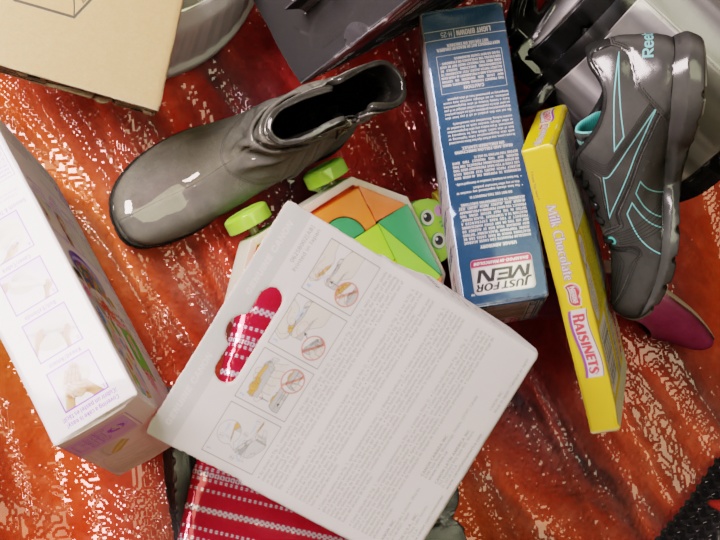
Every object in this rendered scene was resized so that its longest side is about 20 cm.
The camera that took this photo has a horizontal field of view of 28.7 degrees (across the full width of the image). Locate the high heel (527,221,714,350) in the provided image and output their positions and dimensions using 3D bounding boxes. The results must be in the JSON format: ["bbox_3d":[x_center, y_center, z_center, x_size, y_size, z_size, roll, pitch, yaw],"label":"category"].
[{"bbox_3d":[0.167,0.033,1.048,0.199,0.067,0.097,30,94,-11],"label":"high heel"}]

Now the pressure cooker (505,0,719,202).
[{"bbox_3d":[0.208,-0.172,1.010,0.200,0.179,0.176,40,40,-6],"label":"pressure cooker"}]

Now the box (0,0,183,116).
[{"bbox_3d":[-0.183,-0.214,0.876,0.162,0.021,0.202,14,80,-16],"label":"box"}]

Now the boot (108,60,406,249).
[{"bbox_3d":[-0.073,-0.085,0.938,0.199,0.131,0.068,-29,93,-19],"label":"boot"}]

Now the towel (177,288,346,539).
[{"bbox_3d":[-0.032,0.113,0.920,0.143,0.022,0.202,18,76,-19],"label":"towel"}]

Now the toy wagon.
[{"bbox_3d":[0.000,0.000,0.988,0.199,0.039,0.156,-32,102,-24],"label":"toy wagon"}]

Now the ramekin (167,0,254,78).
[{"bbox_3d":[-0.153,-0.235,0.950,0.200,0.094,0.205,2,82,-18],"label":"ramekin"}]

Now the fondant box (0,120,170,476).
[{"bbox_3d":[-0.185,0.017,0.851,0.058,0.144,0.201,-31,75,-4],"label":"fondant box"}]

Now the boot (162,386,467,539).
[{"bbox_3d":[-0.030,0.146,0.955,0.198,0.066,0.167,-8,96,-14],"label":"boot"}]

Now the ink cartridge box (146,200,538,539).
[{"bbox_3d":[-0.010,0.068,0.858,0.199,0.057,0.163,31,93,-20],"label":"ink cartridge box"}]

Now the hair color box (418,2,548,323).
[{"bbox_3d":[0.082,-0.068,0.963,0.060,0.100,0.202,-7,80,2],"label":"hair color box"}]

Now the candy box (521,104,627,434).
[{"bbox_3d":[0.147,-0.002,0.951,0.026,0.102,0.202,-12,107,15],"label":"candy box"}]

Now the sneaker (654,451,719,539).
[{"bbox_3d":[0.298,0.198,1.067,0.200,0.070,0.094,-44,115,-20],"label":"sneaker"}]

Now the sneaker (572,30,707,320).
[{"bbox_3d":[0.177,-0.063,0.933,0.078,0.076,0.202,5,115,3],"label":"sneaker"}]

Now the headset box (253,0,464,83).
[{"bbox_3d":[0.032,-0.211,0.947,0.199,0.148,0.078,-32,91,-38],"label":"headset box"}]
